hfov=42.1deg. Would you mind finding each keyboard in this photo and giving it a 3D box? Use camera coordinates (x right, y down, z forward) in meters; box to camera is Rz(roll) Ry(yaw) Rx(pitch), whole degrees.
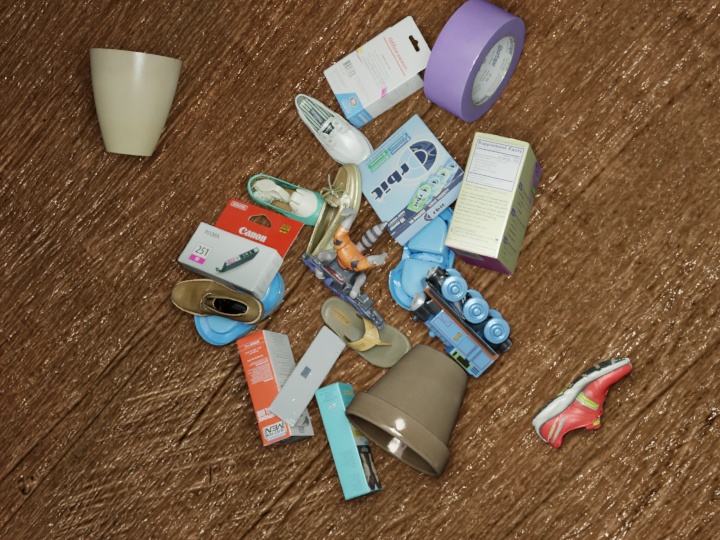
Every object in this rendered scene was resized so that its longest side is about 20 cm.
[{"bbox_3d":[-0.094,0.191,1.706,0.056,0.011,0.201,35,58,-2],"label":"keyboard"}]

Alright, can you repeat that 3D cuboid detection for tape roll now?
[{"bbox_3d":[0.203,-0.373,1.664,0.085,0.200,0.201,35,93,21],"label":"tape roll"}]

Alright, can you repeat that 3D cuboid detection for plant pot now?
[{"bbox_3d":[0.099,0.231,1.620,0.199,0.201,0.175,29,72,21],"label":"plant pot"},{"bbox_3d":[-0.469,-0.341,1.920,0.185,0.187,0.202,10,98,20],"label":"plant pot"}]

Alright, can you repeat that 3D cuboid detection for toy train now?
[{"bbox_3d":[0.172,0.086,1.625,0.200,0.087,0.114,44,96,-10],"label":"toy train"}]

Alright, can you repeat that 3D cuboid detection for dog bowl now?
[{"bbox_3d":[0.121,-0.023,1.706,0.110,0.050,0.202,10,83,20],"label":"dog bowl"},{"bbox_3d":[-0.230,0.062,1.822,0.200,0.050,0.112,-41,70,9],"label":"dog bowl"}]

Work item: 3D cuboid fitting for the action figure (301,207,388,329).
[{"bbox_3d":[0.000,0.000,1.693,0.200,0.194,0.104,44,56,7],"label":"action figure"}]

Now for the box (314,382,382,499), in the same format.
[{"bbox_3d":[-0.021,0.307,1.689,0.049,0.082,0.202,-21,75,14],"label":"box"}]

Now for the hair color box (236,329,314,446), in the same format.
[{"bbox_3d":[-0.158,0.219,1.737,0.063,0.111,0.202,-22,74,15],"label":"hair color box"}]

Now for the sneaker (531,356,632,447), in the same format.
[{"bbox_3d":[0.385,0.223,1.576,0.200,0.077,0.085,-42,81,15],"label":"sneaker"}]

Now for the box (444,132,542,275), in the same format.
[{"bbox_3d":[0.233,-0.112,1.621,0.096,0.176,0.202,16,86,20],"label":"box"}]

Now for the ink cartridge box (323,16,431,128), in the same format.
[{"bbox_3d":[0.044,-0.379,1.791,0.199,0.068,0.116,-31,73,13],"label":"ink cartridge box"}]

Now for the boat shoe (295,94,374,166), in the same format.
[{"bbox_3d":[-0.058,-0.267,1.808,0.200,0.067,0.074,39,95,21],"label":"boat shoe"}]

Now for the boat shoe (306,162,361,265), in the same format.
[{"bbox_3d":[-0.049,-0.105,1.752,0.073,0.062,0.202,25,104,58],"label":"boat shoe"}]

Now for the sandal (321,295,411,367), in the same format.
[{"bbox_3d":[0.002,0.113,1.729,0.199,0.054,0.081,34,93,21],"label":"sandal"}]

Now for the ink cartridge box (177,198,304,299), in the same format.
[{"bbox_3d":[-0.230,-0.054,1.804,0.199,0.044,0.175,20,72,31],"label":"ink cartridge box"}]

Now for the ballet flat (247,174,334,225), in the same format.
[{"bbox_3d":[-0.138,-0.137,1.812,0.198,0.070,0.068,19,84,21],"label":"ballet flat"}]

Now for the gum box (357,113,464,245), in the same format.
[{"bbox_3d":[0.089,-0.169,1.712,0.170,0.045,0.201,-40,45,9],"label":"gum box"}]

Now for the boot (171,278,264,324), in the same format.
[{"bbox_3d":[-0.284,0.054,1.776,0.198,0.075,0.074,11,86,22],"label":"boot"}]
